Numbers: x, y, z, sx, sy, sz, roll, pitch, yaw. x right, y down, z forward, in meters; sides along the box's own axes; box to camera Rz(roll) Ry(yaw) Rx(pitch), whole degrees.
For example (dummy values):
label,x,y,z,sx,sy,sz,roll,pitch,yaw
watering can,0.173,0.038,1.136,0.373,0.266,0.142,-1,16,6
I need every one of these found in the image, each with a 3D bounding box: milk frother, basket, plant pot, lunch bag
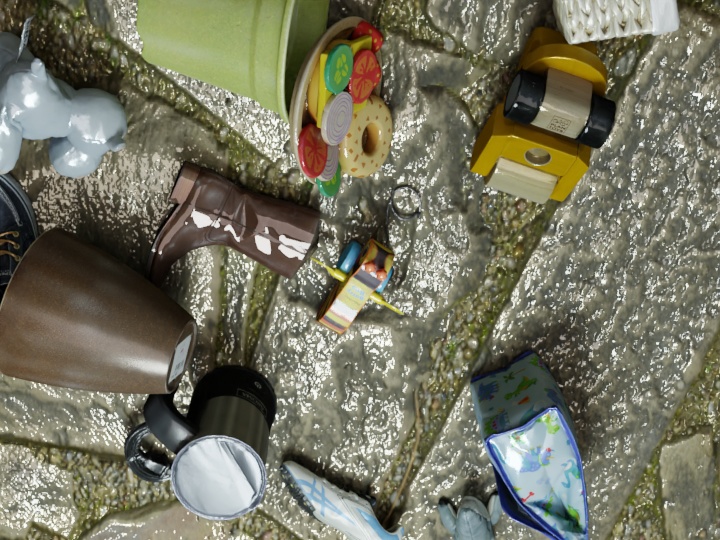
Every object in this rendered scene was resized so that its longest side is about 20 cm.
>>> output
label,x,y,z,sx,sy,sz,roll,pitch,yaw
milk frother,-0.212,0.239,1.470,0.178,0.189,0.202,22,109,-7
basket,0.268,-0.359,1.277,0.121,0.136,0.203,-12,110,7
plant pot,-0.144,-0.282,1.289,0.181,0.201,0.204,13,111,7
lunch bag,0.226,0.236,1.479,0.126,0.171,0.202,-27,110,9
plant pot,-0.303,0.070,1.386,0.197,0.187,0.190,19,110,7

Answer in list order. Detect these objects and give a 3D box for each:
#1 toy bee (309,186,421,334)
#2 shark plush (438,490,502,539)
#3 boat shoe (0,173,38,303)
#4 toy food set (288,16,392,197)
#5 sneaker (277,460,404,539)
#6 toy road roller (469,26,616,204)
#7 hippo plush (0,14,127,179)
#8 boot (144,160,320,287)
label,x,y,z,sx,sy,sz,roll,pitch,yaw
toy bee,0.000,0.000,1.425,0.129,0.109,0.203,11,110,-2
shark plush,0.150,0.395,1.584,0.089,0.084,0.203,2,110,-1
boat shoe,-0.435,-0.025,1.423,0.070,0.091,0.203,-15,110,6
toy food set,-0.019,-0.186,1.316,0.048,0.198,0.203,18,120,24
sneaker,-0.027,0.319,1.572,0.199,0.072,0.073,40,72,-7
toy road roller,0.219,-0.190,1.364,0.121,0.148,0.201,17,147,-7
hippo plush,-0.358,-0.197,1.355,0.159,0.161,0.200,14,130,-37
boot,-0.159,-0.021,1.445,0.197,0.064,0.188,21,111,-13
